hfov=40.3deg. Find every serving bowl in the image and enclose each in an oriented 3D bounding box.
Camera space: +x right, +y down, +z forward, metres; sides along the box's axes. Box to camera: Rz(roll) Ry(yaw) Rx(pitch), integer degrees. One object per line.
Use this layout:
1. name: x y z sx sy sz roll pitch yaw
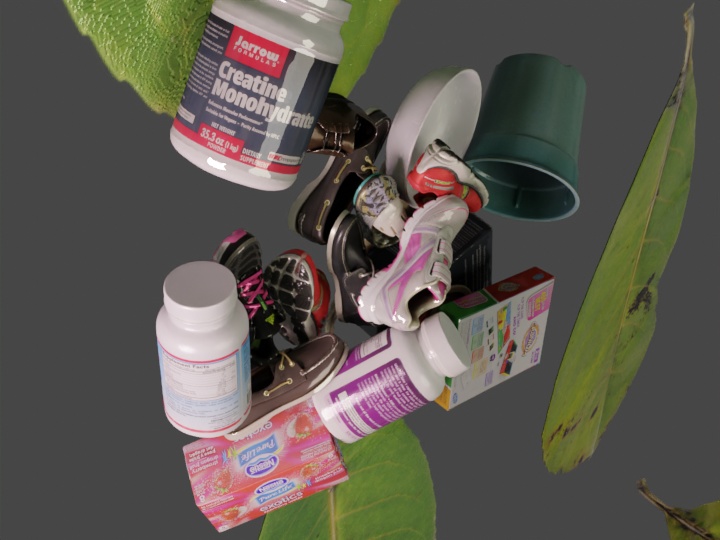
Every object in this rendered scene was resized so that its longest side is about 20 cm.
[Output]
1. serving bowl: 0.089 -0.189 1.342 0.200 0.065 0.201 -49 153 -34

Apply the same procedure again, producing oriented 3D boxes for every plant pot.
1. plant pot: 0.254 -0.206 1.493 0.200 0.198 0.198 51 52 -60

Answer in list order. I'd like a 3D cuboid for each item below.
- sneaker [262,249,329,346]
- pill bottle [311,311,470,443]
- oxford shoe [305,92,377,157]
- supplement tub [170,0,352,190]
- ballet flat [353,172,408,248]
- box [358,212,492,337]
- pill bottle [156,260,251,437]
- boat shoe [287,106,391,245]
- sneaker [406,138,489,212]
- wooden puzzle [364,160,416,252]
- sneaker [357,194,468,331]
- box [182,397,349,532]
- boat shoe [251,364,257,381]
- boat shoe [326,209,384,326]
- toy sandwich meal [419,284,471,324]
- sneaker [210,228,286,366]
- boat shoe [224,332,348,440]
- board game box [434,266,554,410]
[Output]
1. sneaker: -0.078 0.025 1.305 0.085 0.076 0.201 -57 163 -29
2. pill bottle: 0.041 0.137 1.297 0.199 0.113 0.112 -30 156 16
3. oxford shoe: -0.049 -0.170 1.164 0.199 0.084 0.073 -19 134 -49
4. supplement tub: -0.100 -0.196 0.995 0.140 0.140 0.202 -2 117 -58
5. ballet flat: 0.034 -0.073 1.301 0.072 0.072 0.200 -55 171 -8
6. box: 0.094 0.012 1.462 0.199 0.107 0.149 -39 148 -21
7. pill bottle: -0.184 0.093 1.157 0.108 0.108 0.202 -35 142 -38
8. boat shoe: -0.014 -0.122 1.286 0.202 0.060 0.072 -56 151 -9
9. sneaker: 0.111 -0.114 1.321 0.085 0.077 0.200 -45 155 7
10. wooden puzzle: 0.059 -0.074 1.483 0.199 0.037 0.187 5 112 -54
11. sneaker: 0.087 -0.002 1.261 0.201 0.088 0.081 -57 146 -3
12. box: -0.127 0.261 1.330 0.198 0.096 0.100 -22 144 -2
13. boat shoe: -0.112 0.181 1.387 0.072 0.060 0.202 -49 149 -13
14. boat shoe: 0.000 0.000 1.294 0.072 0.067 0.201 -55 151 -34
15. toy sandwich meal: 0.115 0.112 1.421 0.204 0.070 0.207 -34 145 -28
16. sneaker: -0.133 0.040 1.213 0.074 0.087 0.202 -34 142 -39
17. boat shoe: -0.108 0.140 1.273 0.199 0.072 0.060 -34 124 -2
18. board game box: 0.189 0.095 1.407 0.198 0.040 0.155 -20 127 -36
